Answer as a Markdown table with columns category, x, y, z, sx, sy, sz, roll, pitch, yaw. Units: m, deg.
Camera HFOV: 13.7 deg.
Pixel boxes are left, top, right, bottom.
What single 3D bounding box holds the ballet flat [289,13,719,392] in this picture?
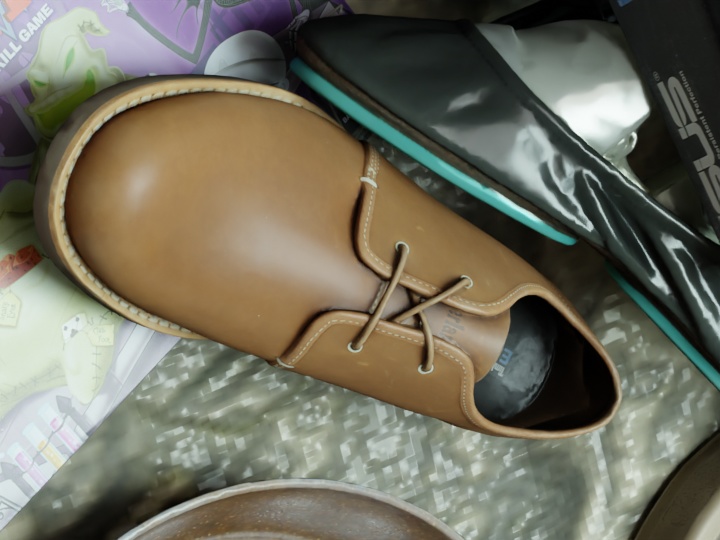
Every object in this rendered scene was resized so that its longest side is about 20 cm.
| category | x | y | z | sx | sy | sz | roll | pitch | yaw |
| --- | --- | --- | --- | --- | --- | --- | --- | --- | --- |
| ballet flat | 0.075 | -0.024 | 0.816 | 0.200 | 0.068 | 0.068 | 37 | 97 | -15 |

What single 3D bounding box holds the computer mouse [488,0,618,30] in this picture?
| category | x | y | z | sx | sy | sz | roll | pitch | yaw |
| --- | --- | --- | --- | --- | --- | --- | --- | --- | --- |
| computer mouse | 0.037 | -0.137 | 0.811 | 0.140 | 0.046 | 0.200 | -27 | 111 | 5 |

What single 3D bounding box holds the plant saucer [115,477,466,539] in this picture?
| category | x | y | z | sx | sy | sz | roll | pitch | yaw |
| --- | --- | --- | --- | --- | --- | --- | --- | --- | --- |
| plant saucer | -0.032 | 0.155 | 0.835 | 0.200 | 0.034 | 0.201 | -4 | 97 | -32 |

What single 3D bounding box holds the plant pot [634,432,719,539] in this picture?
| category | x | y | z | sx | sy | sz | roll | pitch | yaw |
| --- | --- | --- | --- | --- | --- | --- | --- | --- | --- |
| plant pot | 0.177 | 0.137 | 0.930 | 0.200 | 0.093 | 0.201 | -3 | 95 | -32 |

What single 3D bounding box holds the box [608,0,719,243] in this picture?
| category | x | y | z | sx | sy | sz | roll | pitch | yaw |
| --- | --- | --- | --- | --- | --- | --- | --- | --- | --- |
| box | 0.108 | -0.104 | 0.719 | 0.049 | 0.161 | 0.200 | -24 | 90 | -24 |

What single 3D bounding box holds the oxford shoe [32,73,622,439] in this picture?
| category | x | y | z | sx | sy | sz | roll | pitch | yaw |
| --- | --- | --- | --- | --- | --- | --- | --- | --- | --- |
| oxford shoe | 0.000 | 0.000 | 0.792 | 0.200 | 0.071 | 0.071 | 21 | 94 | -45 |

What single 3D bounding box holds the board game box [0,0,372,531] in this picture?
| category | x | y | z | sx | sy | sz | roll | pitch | yaw |
| --- | --- | --- | --- | --- | --- | --- | --- | --- | --- |
| board game box | -0.087 | -0.024 | 0.791 | 0.200 | 0.032 | 0.120 | -48 | 112 | -19 |

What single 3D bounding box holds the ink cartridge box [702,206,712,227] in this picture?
| category | x | y | z | sx | sy | sz | roll | pitch | yaw |
| --- | --- | --- | --- | --- | --- | --- | --- | --- | --- |
| ink cartridge box | 0.207 | 0.005 | 0.924 | 0.200 | 0.045 | 0.176 | 42 | 45 | -4 |
